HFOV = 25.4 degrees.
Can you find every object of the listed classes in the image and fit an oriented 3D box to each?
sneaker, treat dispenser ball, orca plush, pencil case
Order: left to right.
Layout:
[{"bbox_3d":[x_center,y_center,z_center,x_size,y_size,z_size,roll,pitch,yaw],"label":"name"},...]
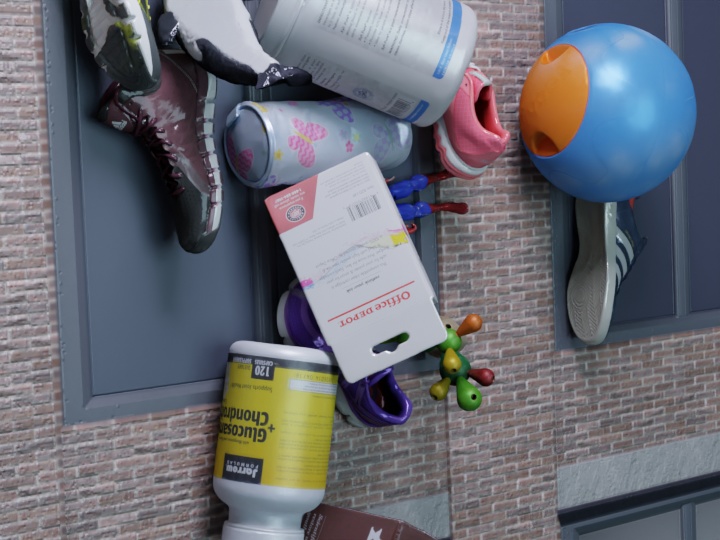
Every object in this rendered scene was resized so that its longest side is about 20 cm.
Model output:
[{"bbox_3d":[-0.214,-0.264,1.461,0.084,0.074,0.201,-18,88,-44],"label":"sneaker"},{"bbox_3d":[-0.196,-0.116,1.509,0.115,0.076,0.201,2,80,-35],"label":"sneaker"},{"bbox_3d":[-0.117,-0.211,1.490,0.105,0.200,0.071,-46,147,-19],"label":"orca plush"},{"bbox_3d":[-0.041,-0.137,1.622,0.199,0.083,0.091,-12,87,-39],"label":"pencil case"},{"bbox_3d":[-0.008,0.083,1.655,0.200,0.083,0.081,52,60,-26],"label":"sneaker"},{"bbox_3d":[0.107,-0.203,1.718,0.074,0.087,0.201,-19,82,-39],"label":"sneaker"},{"bbox_3d":[0.279,-0.178,1.810,0.200,0.200,0.202,-1,92,-40],"label":"treat dispenser ball"},{"bbox_3d":[0.303,-0.008,1.917,0.084,0.075,0.201,9,85,-35],"label":"sneaker"}]

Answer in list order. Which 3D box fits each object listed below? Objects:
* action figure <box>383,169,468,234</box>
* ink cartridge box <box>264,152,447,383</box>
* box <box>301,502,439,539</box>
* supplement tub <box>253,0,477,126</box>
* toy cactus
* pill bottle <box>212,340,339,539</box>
[{"bbox_3d":[0.048,-0.073,1.692,0.199,0.099,0.066,-13,98,-36],"label":"action figure"},{"bbox_3d":[0.000,0.000,1.577,0.116,0.067,0.201,-24,83,5],"label":"ink cartridge box"},{"bbox_3d":[0.029,0.354,1.641,0.200,0.164,0.167,33,72,-35],"label":"box"},{"bbox_3d":[0.003,-0.236,1.584,0.199,0.132,0.133,22,76,-14],"label":"supplement tub"},{"bbox_3d":[0.078,0.061,1.708,0.102,0.200,0.165,-51,161,10],"label":"toy cactus"},{"bbox_3d":[-0.086,0.174,1.574,0.112,0.112,0.201,10,84,-39],"label":"pill bottle"}]
